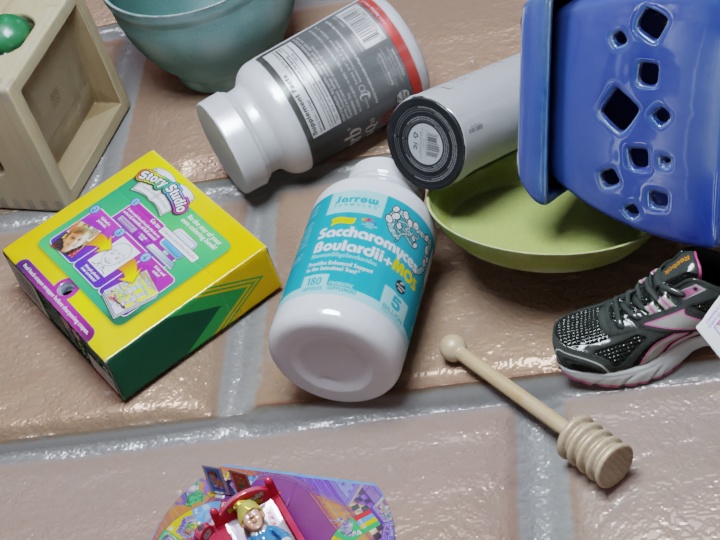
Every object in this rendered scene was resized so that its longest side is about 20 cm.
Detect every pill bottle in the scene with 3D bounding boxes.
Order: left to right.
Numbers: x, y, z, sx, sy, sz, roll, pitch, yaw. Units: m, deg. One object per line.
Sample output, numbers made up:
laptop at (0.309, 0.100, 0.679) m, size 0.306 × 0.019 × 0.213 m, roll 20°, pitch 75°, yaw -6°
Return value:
pill bottle at (-0.045, -0.162, 1.469) m, size 0.199 × 0.116 × 0.116 m, roll -31°, pitch 45°, yaw -11°
pill bottle at (0.000, 0.000, 1.299) m, size 0.110 × 0.111 × 0.201 m, roll 0°, pitch 47°, yaw 19°

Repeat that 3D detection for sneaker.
sneaker at (0.241, 0.021, 1.212) m, size 0.199 × 0.087 × 0.081 m, roll -16°, pitch 42°, yaw 4°

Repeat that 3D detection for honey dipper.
honey dipper at (0.126, 0.100, 1.212) m, size 0.038 × 0.038 × 0.200 m, roll -38°, pitch 45°, yaw -18°

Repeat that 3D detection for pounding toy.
pounding toy at (-0.342, -0.196, 1.544) m, size 0.141 × 0.201 × 0.185 m, roll 3°, pitch 48°, yaw 22°

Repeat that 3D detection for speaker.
speaker at (0.112, -0.135, 1.359) m, size 0.081 × 0.082 × 0.200 m, roll 18°, pitch 29°, yaw 32°

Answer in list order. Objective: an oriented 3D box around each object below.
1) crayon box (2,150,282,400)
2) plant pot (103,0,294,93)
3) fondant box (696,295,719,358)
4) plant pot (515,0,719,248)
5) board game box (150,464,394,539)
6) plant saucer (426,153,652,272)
crayon box at (-0.196, -0.002, 1.407) m, size 0.172 × 0.058 × 0.200 m, roll -35°, pitch 46°, yaw -17°
plant pot at (-0.150, -0.267, 1.594) m, size 0.199 × 0.135 × 0.201 m, roll -9°, pitch 45°, yaw 9°
fondant box at (0.341, 0.086, 1.060) m, size 0.144 × 0.058 × 0.200 m, roll -2°, pitch 44°, yaw -38°
plant pot at (0.231, -0.148, 1.256) m, size 0.179 × 0.201 × 0.200 m, roll 10°, pitch 24°, yaw 27°
board game box at (-0.076, 0.204, 1.175) m, size 0.199 × 0.039 × 0.159 m, roll 4°, pitch 49°, yaw 23°
plant saucer at (0.154, -0.046, 1.310) m, size 0.198 × 0.031 × 0.200 m, roll -1°, pitch 28°, yaw 1°
